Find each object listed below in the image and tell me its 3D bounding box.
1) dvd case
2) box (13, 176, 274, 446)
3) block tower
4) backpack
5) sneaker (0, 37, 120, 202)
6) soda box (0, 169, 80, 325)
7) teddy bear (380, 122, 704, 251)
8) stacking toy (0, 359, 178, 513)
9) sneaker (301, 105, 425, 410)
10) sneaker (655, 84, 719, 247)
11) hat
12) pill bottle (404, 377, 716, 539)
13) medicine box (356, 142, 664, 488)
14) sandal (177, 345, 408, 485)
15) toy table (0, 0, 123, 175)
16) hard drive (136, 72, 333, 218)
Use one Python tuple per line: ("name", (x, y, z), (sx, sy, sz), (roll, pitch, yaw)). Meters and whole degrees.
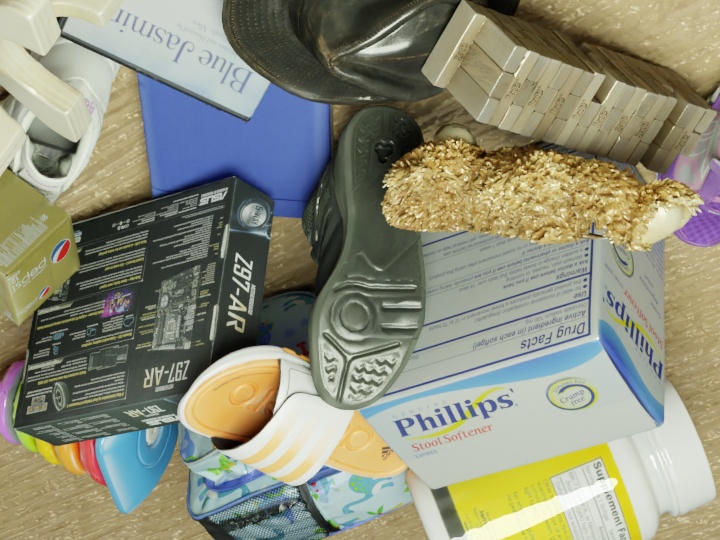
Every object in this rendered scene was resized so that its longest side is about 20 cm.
("dvd case", (-0.094, -0.197, 1.181), (0.142, 0.018, 0.200), (23, 128, -12))
("box", (-0.156, 0.032, 1.343), (0.199, 0.161, 0.043), (-14, 150, 38))
("block tower", (0.134, -0.111, 1.176), (0.199, 0.058, 0.054), (12, 119, -40))
("backpack", (-0.037, 0.109, 1.424), (0.199, 0.184, 0.147), (-21, 130, 15))
("sneaker", (-0.229, -0.083, 1.300), (0.075, 0.100, 0.200), (20, 139, -16))
("soda box", (-0.286, -0.052, 1.291), (0.200, 0.064, 0.068), (36, 154, 20))
("teddy bear", (0.114, -0.053, 1.167), (0.199, 0.145, 0.067), (9, 100, 31))
("stacking toy", (-0.256, 0.111, 1.539), (0.199, 0.116, 0.110), (10, 140, 19))
("sneaker", (0.000, 0.000, 1.270), (0.076, 0.201, 0.114), (5, 166, -8))
("sneaker", (0.253, -0.075, 1.241), (0.080, 0.089, 0.201), (14, 139, -9))
("hat", (0.018, -0.151, 1.160), (0.199, 0.081, 0.201), (-10, 139, -9))
("pill bottle", (0.142, 0.156, 1.335), (0.199, 0.115, 0.115), (-22, 135, -1))
("medicine box", (0.106, 0.025, 1.290), (0.181, 0.201, 0.103), (-19, 132, 27))
("sandal", (-0.026, 0.110, 1.264), (0.206, 0.059, 0.079), (21, 116, -38))
("toy table", (-0.224, -0.147, 1.133), (0.117, 0.201, 0.184), (29, 175, 9))
("hard drive", (-0.085, -0.116, 1.295), (0.131, 0.025, 0.201), (4, 139, 4))
